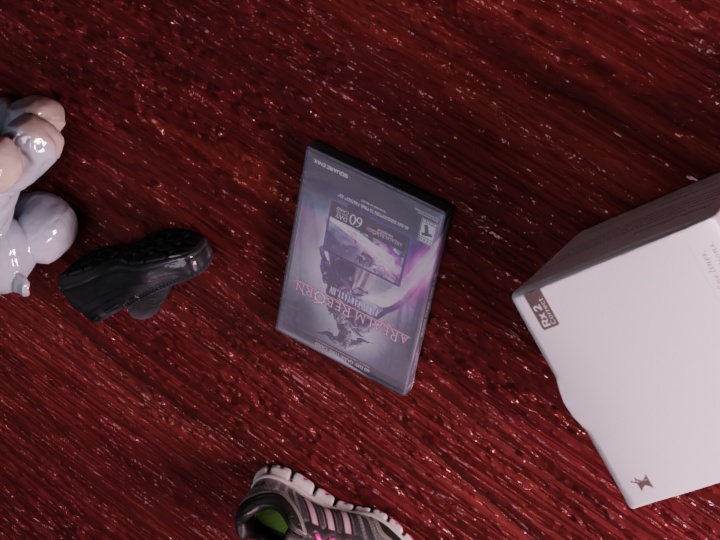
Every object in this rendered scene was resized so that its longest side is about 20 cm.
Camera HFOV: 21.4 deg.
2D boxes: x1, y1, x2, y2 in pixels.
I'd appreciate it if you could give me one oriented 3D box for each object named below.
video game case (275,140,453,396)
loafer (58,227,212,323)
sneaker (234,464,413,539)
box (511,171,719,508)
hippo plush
[{"bbox_3d":[0.000,0.000,1.677,0.142,0.019,0.201,26,126,21],"label":"video game case"},{"bbox_3d":[-0.205,0.009,1.794,0.200,0.068,0.071,-13,115,44],"label":"loafer"},{"bbox_3d":[-0.036,0.259,1.799,0.199,0.087,0.074,26,127,20],"label":"sneaker"},{"bbox_3d":[0.259,0.048,1.449,0.199,0.131,0.200,-23,101,41],"label":"box"},{"bbox_3d":[-0.337,-0.053,1.779,0.159,0.200,0.162,14,133,54],"label":"hippo plush"}]
